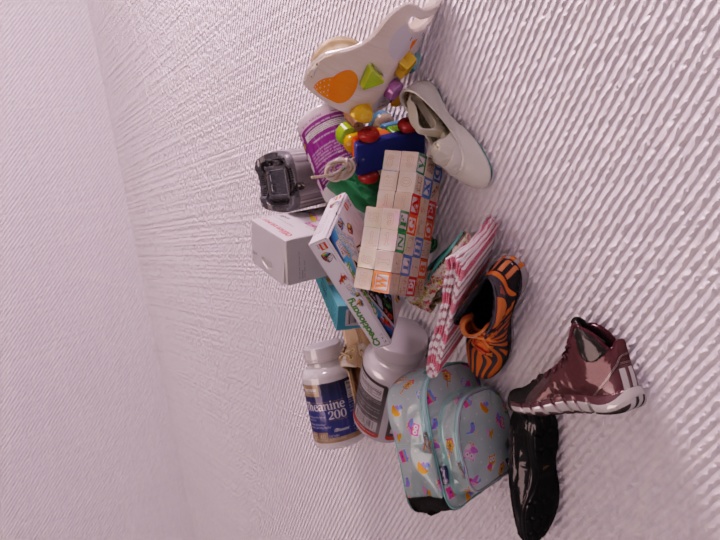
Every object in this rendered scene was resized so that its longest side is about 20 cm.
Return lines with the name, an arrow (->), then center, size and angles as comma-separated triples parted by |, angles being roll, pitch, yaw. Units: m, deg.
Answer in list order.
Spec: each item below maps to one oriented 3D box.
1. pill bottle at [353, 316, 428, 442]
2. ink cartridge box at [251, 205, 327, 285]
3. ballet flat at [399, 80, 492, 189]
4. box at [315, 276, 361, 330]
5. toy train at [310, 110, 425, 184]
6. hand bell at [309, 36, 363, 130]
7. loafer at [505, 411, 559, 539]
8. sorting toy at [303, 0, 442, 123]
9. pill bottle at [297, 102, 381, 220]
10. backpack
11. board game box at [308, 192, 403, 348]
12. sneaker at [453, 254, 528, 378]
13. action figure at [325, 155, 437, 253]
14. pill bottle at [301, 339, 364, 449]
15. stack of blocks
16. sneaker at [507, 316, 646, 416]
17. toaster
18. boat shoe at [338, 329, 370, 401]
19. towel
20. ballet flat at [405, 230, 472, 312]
pill bottle -> 0.054, 0.188, 1.252 | 0.116, 0.114, 0.203 | 46, 138, 41
ink cartridge box -> -0.081, -0.051, 1.303 | 0.144, 0.197, 0.086 | 28, 126, 51
ballet flat -> 0.114, -0.192, 1.045 | 0.202, 0.068, 0.070 | 61, 147, 24
box -> -0.025, 0.034, 1.304 | 0.201, 0.080, 0.050 | -119, 30, -59
toy train -> -0.008, -0.195, 1.124 | 0.116, 0.196, 0.086 | 49, 148, 47
hand bell -> -0.018, -0.275, 1.135 | 0.202, 0.102, 0.106 | -104, 21, -48
loafer -> 0.240, 0.283, 1.024 | 0.070, 0.067, 0.205 | -157, 64, -63
sorting toy -> 0.043, -0.320, 1.033 | 0.107, 0.200, 0.180 | 46, 132, 3
pill bottle -> -0.028, -0.180, 1.248 | 0.112, 0.110, 0.203 | -46, 62, 56
backpack -> 0.134, 0.238, 1.082 | 0.152, 0.174, 0.204 | -29, 77, 42
board game box -> 0.000, 0.000, 1.094 | 0.034, 0.127, 0.202 | -18, 118, 26
sneaker -> 0.166, 0.081, 1.006 | 0.077, 0.111, 0.204 | 23, 125, 29
action figure -> 0.042, -0.094, 1.151 | 0.199, 0.119, 0.055 | 38, 137, -1
pill bottle -> -0.059, 0.249, 1.475 | 0.110, 0.109, 0.205 | -5, 98, 60
stack of blocks -> 0.057, -0.067, 1.053 | 0.058, 0.114, 0.205 | 9, 90, 30
sneaker -> 0.264, 0.120, 0.920 | 0.198, 0.075, 0.118 | -15, 84, 50
toaster -> -0.108, -0.176, 1.369 | 0.199, 0.127, 0.116 | 4, 107, 60
boat shoe -> -0.005, 0.175, 1.394 | 0.074, 0.068, 0.204 | -31, 75, 59
towel -> 0.140, 0.035, 1.020 | 0.029, 0.146, 0.203 | 23, 127, 19
ballet flat -> 0.133, 0.007, 1.109 | 0.064, 0.076, 0.200 | 39, 149, 0
